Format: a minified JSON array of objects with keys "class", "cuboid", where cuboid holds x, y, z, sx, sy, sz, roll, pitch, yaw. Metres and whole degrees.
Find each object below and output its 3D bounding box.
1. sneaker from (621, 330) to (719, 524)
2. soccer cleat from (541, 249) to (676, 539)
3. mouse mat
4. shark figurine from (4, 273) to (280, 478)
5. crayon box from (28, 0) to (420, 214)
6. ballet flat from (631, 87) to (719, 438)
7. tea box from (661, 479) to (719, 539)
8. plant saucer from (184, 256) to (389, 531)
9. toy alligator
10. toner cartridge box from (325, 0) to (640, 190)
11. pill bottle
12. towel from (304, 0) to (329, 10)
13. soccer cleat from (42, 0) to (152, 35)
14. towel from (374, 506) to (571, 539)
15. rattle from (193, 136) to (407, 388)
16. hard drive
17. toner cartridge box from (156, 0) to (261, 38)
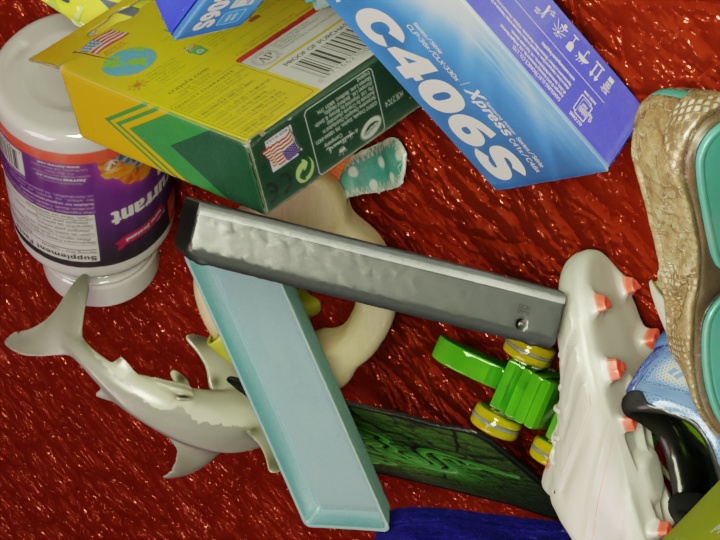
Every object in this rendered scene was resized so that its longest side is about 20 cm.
[{"class":"sneaker","cuboid":[0.206,0.122,1.204,0.200,0.089,0.079,50,155,-1]},{"class":"soccer cleat","cuboid":[0.127,0.089,1.251,0.077,0.069,0.201,-7,102,35]},{"class":"mouse mat","cuboid":[0.028,0.112,1.445,0.199,0.008,0.161,11,162,35]},{"class":"shark figurine","cuboid":[-0.128,0.096,1.529,0.214,0.128,0.090,18,127,-22]},{"class":"crayon box","cuboid":[-0.076,-0.108,1.295,0.200,0.127,0.051,24,140,43]},{"class":"ballet flat","cuboid":[0.170,-0.007,1.127,0.065,0.070,0.201,37,146,48]},{"class":"tea box","cuboid":[0.256,0.160,1.056,0.200,0.197,0.134,49,154,-1]},{"class":"plant saucer","cuboid":[-0.040,0.070,1.385,0.070,0.019,0.201,-2,122,40]},{"class":"toy alligator","cuboid":[0.132,0.087,1.323,0.200,0.059,0.054,27,-169,25]},{"class":"toner cartridge box","cuboid":[0.043,-0.126,1.134,0.200,0.043,0.095,46,152,-21]},{"class":"pill bottle","cuboid":[-0.179,-0.066,1.526,0.111,0.111,0.200,37,152,23]},{"class":"towel","cuboid":[-0.003,-0.205,1.173,0.200,0.022,0.147,0,127,57]},{"class":"soccer cleat","cuboid":[-0.155,-0.167,1.385,0.065,0.084,0.201,5,130,54]},{"class":"towel","cuboid":[0.079,0.180,1.372,0.147,0.050,0.200,12,-173,0]},{"class":"rattle","cuboid":[-0.021,-0.037,1.417,0.130,0.143,0.201,20,120,16]},{"class":"hard drive","cuboid":[0.000,0.000,1.252,0.199,0.033,0.140,14,-179,-8]},{"class":"toner cartridge box","cuboid":[-0.094,-0.223,1.109,0.095,0.043,0.201,-42,68,56]}]
